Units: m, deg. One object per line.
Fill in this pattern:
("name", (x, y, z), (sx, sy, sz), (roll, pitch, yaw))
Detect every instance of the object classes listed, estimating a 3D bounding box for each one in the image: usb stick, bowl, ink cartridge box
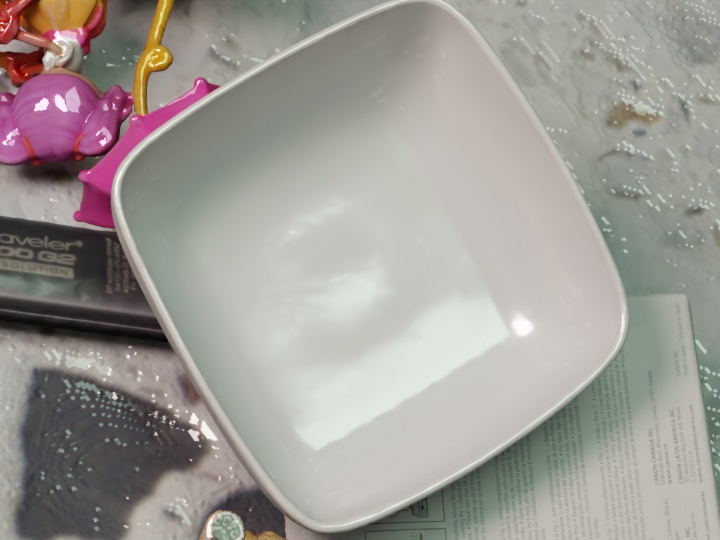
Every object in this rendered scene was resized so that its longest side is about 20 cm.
("usb stick", (-0.173, -0.002, 1.297), (0.199, 0.033, 0.056), (8, 49, -15))
("bowl", (0.000, 0.000, 1.281), (0.199, 0.075, 0.201), (-30, 90, -18))
("ink cartridge box", (0.063, 0.092, 1.323), (0.199, 0.050, 0.162), (-4, 58, 0))

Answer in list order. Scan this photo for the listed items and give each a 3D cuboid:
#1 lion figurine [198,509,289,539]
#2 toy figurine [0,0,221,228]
("lion figurine", (-0.094, 0.160, 1.187), (0.199, 0.123, 0.073), (-19, 74, -12))
("toy figurine", (-0.122, -0.109, 1.341), (0.199, 0.150, 0.185), (-1, 66, 6))
